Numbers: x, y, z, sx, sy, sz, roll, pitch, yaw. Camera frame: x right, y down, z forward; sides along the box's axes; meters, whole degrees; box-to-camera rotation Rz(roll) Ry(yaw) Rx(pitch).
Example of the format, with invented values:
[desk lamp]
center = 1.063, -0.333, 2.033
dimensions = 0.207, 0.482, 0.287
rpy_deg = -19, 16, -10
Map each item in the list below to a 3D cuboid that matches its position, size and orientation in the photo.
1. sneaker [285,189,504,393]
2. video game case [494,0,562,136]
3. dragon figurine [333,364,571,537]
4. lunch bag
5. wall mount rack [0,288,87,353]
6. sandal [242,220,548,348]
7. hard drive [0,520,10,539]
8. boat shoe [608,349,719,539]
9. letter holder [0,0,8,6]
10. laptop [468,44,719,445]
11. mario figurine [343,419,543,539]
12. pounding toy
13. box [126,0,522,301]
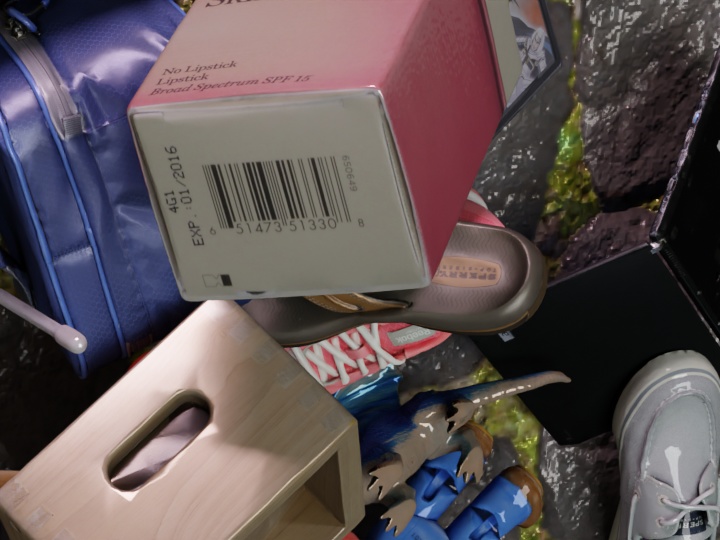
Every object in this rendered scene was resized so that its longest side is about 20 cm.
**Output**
[sneaker]
center = 0.002, 0.025, 1.663
dimensions = 0.200, 0.087, 0.074
rpy_deg = -39, 122, -9
[video game case]
center = 0.033, -0.149, 1.595
dimensions = 0.181, 0.025, 0.201
rpy_deg = -47, 130, -39
[dragon figurine]
center = 0.018, 0.089, 1.700
dimensions = 0.200, 0.099, 0.059
rpy_deg = -38, 130, -17
[lunch bag]
center = -0.139, -0.055, 1.514
dimensions = 0.132, 0.136, 0.201
rpy_deg = -26, 125, -12
[wall mount rack]
center = -0.226, -0.014, 1.487
dimensions = 0.173, 0.075, 0.200
rpy_deg = -11, 125, 24
[sandal]
center = 0.000, 0.000, 1.616
dimensions = 0.055, 0.199, 0.082
rpy_deg = 58, 38, -67
[hard drive]
center = -0.142, 0.219, 1.694
dimensions = 0.139, 0.038, 0.201
rpy_deg = -8, 113, -26
[boat shoe]
center = 0.191, 0.139, 1.793
dimensions = 0.070, 0.072, 0.201
rpy_deg = -10, 132, -14
[letter holder]
center = -0.185, -0.189, 1.478
dimensions = 0.199, 0.142, 0.101
rpy_deg = -25, 88, -19
[laptop]
center = 0.166, -0.010, 1.752
dimensions = 0.177, 0.103, 0.201
rpy_deg = 49, 58, -54
[mario figurine]
center = 0.011, 0.180, 1.732
dimensions = 0.200, 0.123, 0.106
rpy_deg = -44, 141, -20
[pounding toy]
center = -0.118, 0.116, 1.511
dimensions = 0.200, 0.142, 0.184
rpy_deg = -42, 162, -14
[box]
center = -0.012, -0.086, 1.416
dimensions = 0.127, 0.200, 0.109
rpy_deg = -4, 122, 19
